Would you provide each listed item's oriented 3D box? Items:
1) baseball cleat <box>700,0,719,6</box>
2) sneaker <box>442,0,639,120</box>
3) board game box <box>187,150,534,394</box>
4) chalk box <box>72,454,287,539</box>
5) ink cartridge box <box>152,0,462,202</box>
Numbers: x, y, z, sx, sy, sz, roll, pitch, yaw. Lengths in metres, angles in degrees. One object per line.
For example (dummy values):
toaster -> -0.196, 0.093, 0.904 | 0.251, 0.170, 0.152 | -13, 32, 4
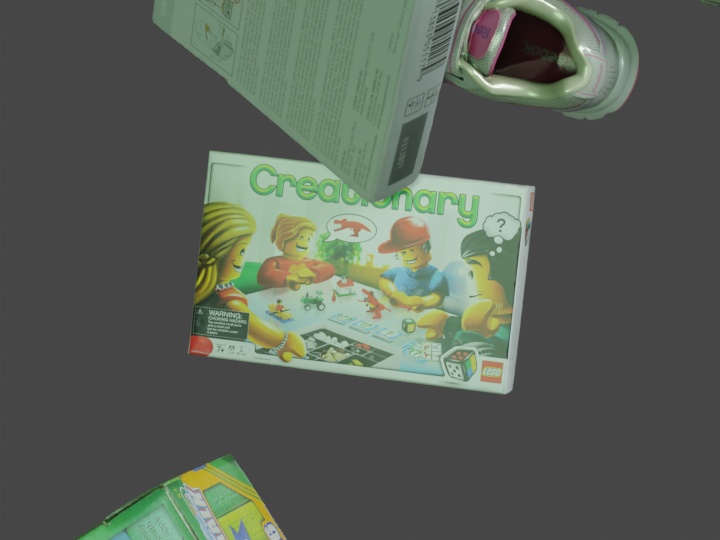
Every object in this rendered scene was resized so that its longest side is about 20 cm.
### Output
baseball cleat -> 0.183, -0.209, 1.415 | 0.199, 0.070, 0.107 | 14, 96, 9
sneaker -> 0.065, -0.146, 1.430 | 0.199, 0.088, 0.082 | 16, 95, 10
board game box -> 0.000, 0.000, 1.477 | 0.199, 0.035, 0.127 | 6, 93, 10
chalk box -> -0.117, 0.199, 1.424 | 0.124, 0.200, 0.125 | -32, 87, 10
ink cartridge box -> -0.034, -0.160, 1.425 | 0.200, 0.057, 0.163 | 44, 142, 28
